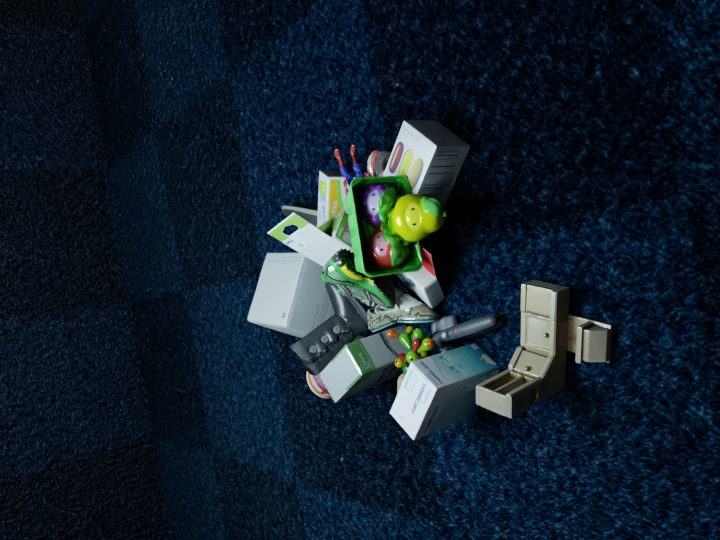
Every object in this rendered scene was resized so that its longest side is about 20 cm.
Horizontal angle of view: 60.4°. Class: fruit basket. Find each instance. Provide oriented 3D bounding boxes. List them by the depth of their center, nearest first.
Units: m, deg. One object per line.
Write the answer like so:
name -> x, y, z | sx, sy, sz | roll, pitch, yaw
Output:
fruit basket -> 0.067, -0.094, 1.235 | 0.215, 0.155, 0.216 | 173, 90, -65

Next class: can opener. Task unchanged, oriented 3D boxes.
can opener -> 0.217, 0.128, 1.322 | 0.200, 0.063, 0.079 | -23, 79, 51

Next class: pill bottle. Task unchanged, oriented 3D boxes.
pill bottle -> -0.052, 0.253, 1.637 | 0.200, 0.114, 0.114 | -44, 64, 46

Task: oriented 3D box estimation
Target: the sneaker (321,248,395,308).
sneaker -> 0.000, 0.027, 1.362 | 0.085, 0.200, 0.078 | -38, 33, 31

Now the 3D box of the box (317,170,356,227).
box -> -0.047, -0.139, 1.533 | 0.113, 0.101, 0.201 | -132, 43, -67

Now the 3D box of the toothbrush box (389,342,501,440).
toothbrush box -> 0.177, 0.249, 1.288 | 0.085, 0.200, 0.147 | 43, 129, 36

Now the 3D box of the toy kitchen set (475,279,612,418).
toy kitchen set -> 0.326, 0.144, 1.098 | 0.163, 0.180, 0.201 | 14, 112, 47

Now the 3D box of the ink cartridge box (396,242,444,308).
ink cartridge box -> 0.095, -0.028, 1.377 | 0.200, 0.045, 0.176 | 45, 170, 36

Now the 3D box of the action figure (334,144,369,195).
action figure -> -0.009, -0.198, 1.420 | 0.052, 0.065, 0.201 | 101, 153, -66

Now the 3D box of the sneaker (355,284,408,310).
sneaker -> 0.034, 0.063, 1.516 | 0.200, 0.088, 0.074 | 17, 109, 46

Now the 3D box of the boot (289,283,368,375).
boot -> -0.091, 0.133, 1.503 | 0.165, 0.200, 0.066 | 47, 168, 9

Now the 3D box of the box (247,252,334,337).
box -> -0.160, 0.071, 1.641 | 0.199, 0.171, 0.201 | 2, 75, 51

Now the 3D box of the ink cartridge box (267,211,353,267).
ink cartridge box -> -0.086, -0.083, 1.394 | 0.148, 0.200, 0.076 | -25, 39, 55

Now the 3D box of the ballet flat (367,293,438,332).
ballet flat -> 0.087, 0.094, 1.427 | 0.200, 0.068, 0.076 | -15, 88, 43

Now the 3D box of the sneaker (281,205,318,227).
sneaker -> -0.154, -0.124, 1.713 | 0.200, 0.075, 0.107 | 16, 107, 47

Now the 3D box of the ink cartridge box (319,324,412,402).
ink cartridge box -> 0.025, 0.218, 1.470 | 0.084, 0.200, 0.146 | 58, 137, 20

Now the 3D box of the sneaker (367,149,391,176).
sneaker -> 0.060, -0.183, 1.445 | 0.082, 0.077, 0.201 | 7, 103, 43

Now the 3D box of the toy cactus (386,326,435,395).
toy cactus -> 0.102, 0.205, 1.336 | 0.200, 0.102, 0.166 | 170, 112, -85

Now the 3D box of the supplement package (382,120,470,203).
supplement package -> 0.128, -0.206, 1.324 | 0.114, 0.109, 0.200 | 46, 130, 34
